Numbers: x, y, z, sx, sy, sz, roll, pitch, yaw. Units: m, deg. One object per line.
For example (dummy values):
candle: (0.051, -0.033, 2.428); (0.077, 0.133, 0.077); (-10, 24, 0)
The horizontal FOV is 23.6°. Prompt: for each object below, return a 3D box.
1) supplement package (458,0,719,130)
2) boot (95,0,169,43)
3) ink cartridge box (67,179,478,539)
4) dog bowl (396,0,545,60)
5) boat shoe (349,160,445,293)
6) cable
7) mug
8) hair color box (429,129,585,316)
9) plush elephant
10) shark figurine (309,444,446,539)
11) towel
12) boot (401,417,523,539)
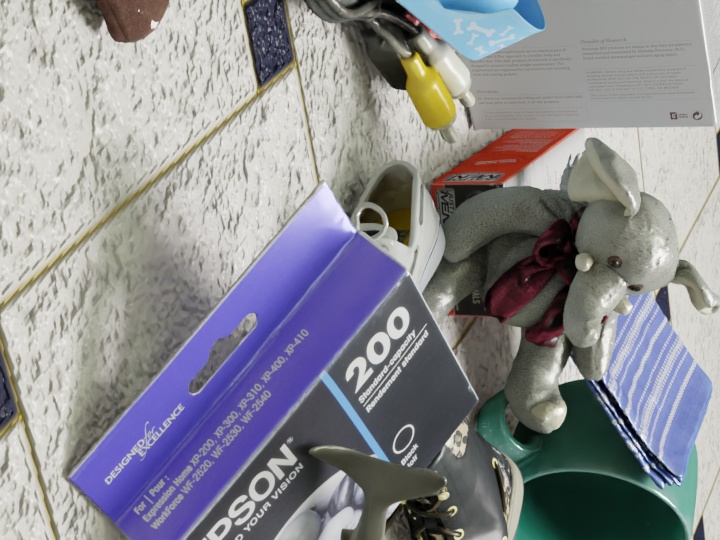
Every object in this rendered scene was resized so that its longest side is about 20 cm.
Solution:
supplement package: (0.170, -0.226, 1.260); (0.148, 0.189, 0.202); (-61, 144, -47)
boot: (-0.119, -0.227, 0.796); (0.167, 0.071, 0.202); (62, 34, -67)
ink cartridge box: (-0.034, 0.087, 0.903); (0.199, 0.043, 0.200); (-50, 142, -13)
dog bowl: (0.038, -0.201, 1.061); (0.199, 0.049, 0.112); (32, 30, -44)
boat shoe: (0.005, -0.001, 1.042); (0.203, 0.074, 0.087); (-64, 146, -47)
cable: (0.021, -0.164, 1.085); (0.200, 0.050, 0.098); (45, 43, -57)
mug: (0.187, 0.147, 1.360); (0.186, 0.150, 0.115); (66, 30, -41)
hair color box: (0.118, -0.042, 1.307); (0.200, 0.061, 0.103); (-35, 123, -62)
plush elephant: (0.145, 0.000, 1.136); (0.165, 0.154, 0.201); (42, 72, -21)
shark figurine: (-0.014, 0.196, 0.897); (0.215, 0.089, 0.128); (-54, 145, -2)
towel: (0.199, 0.049, 1.295); (0.201, 0.024, 0.145); (55, 36, -13)
boot: (0.051, 0.182, 1.161); (0.154, 0.073, 0.205); (56, 37, -47)
